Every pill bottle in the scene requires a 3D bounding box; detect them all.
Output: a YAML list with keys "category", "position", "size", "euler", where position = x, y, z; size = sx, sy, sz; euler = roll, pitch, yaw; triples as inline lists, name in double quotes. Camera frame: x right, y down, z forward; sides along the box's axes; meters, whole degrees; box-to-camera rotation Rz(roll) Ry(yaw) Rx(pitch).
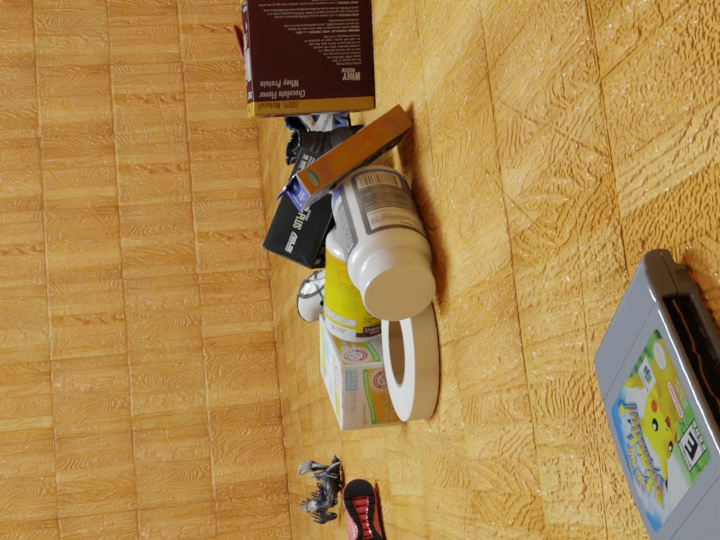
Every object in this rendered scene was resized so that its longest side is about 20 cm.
- category: "pill bottle"
  position: [0.000, 0.000, 1.530]
  size: [0.110, 0.108, 0.202]
  euler: [-110, 19, -55]
- category: "pill bottle"
  position: [0.031, -0.037, 1.338]
  size: [0.201, 0.113, 0.114]
  euler: [-105, 15, -46]

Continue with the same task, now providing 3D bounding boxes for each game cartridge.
- category: "game cartridge"
  position: [0.207, 0.104, 0.662]
  size: [0.134, 0.040, 0.201]
  euler: [93, 168, -51]

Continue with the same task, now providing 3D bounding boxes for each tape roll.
- category: "tape roll"
  position: [0.067, 0.107, 1.411]
  size: [0.203, 0.037, 0.205]
  euler: [176, 90, -79]

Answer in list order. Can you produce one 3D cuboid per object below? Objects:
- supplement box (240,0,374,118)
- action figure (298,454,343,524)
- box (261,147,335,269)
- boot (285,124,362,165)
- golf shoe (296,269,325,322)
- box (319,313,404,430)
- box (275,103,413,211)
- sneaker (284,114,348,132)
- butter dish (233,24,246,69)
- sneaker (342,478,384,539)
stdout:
- category: "supplement box"
  position: [-0.089, -0.352, 1.638]
  size: [0.133, 0.195, 0.202]
  euler: [-148, 54, -77]
- category: "action figure"
  position: [-0.089, 0.479, 2.220]
  size: [0.201, 0.101, 0.120]
  euler: [97, 176, -51]
- category: "box"
  position: [-0.066, -0.094, 1.601]
  size: [0.200, 0.085, 0.165]
  euler: [-1, -66, -82]
- category: "boot"
  position: [-0.070, -0.199, 1.773]
  size: [0.200, 0.130, 0.070]
  euler: [109, 154, -64]
- category: "golf shoe"
  position: [-0.043, 0.035, 1.736]
  size: [0.201, 0.077, 0.095]
  euler: [-55, 46, 34]
- category: "box"
  position: [0.000, 0.153, 1.607]
  size: [0.200, 0.100, 0.114]
  euler: [-118, 25, -65]
- category: "box"
  position: [-0.026, -0.147, 1.404]
  size: [0.042, 0.199, 0.119]
  euler: [53, 168, 0]
- category: "sneaker"
  position: [-0.086, -0.310, 1.859]
  size: [0.081, 0.114, 0.201]
  euler: [116, 150, -67]
- category: "butter dish"
  position: [-0.154, -0.451, 2.138]
  size: [0.199, 0.147, 0.201]
  euler: [44, -166, -34]
- category: "sneaker"
  position: [0.013, 0.475, 1.800]
  size: [0.087, 0.073, 0.202]
  euler: [77, -173, -63]
